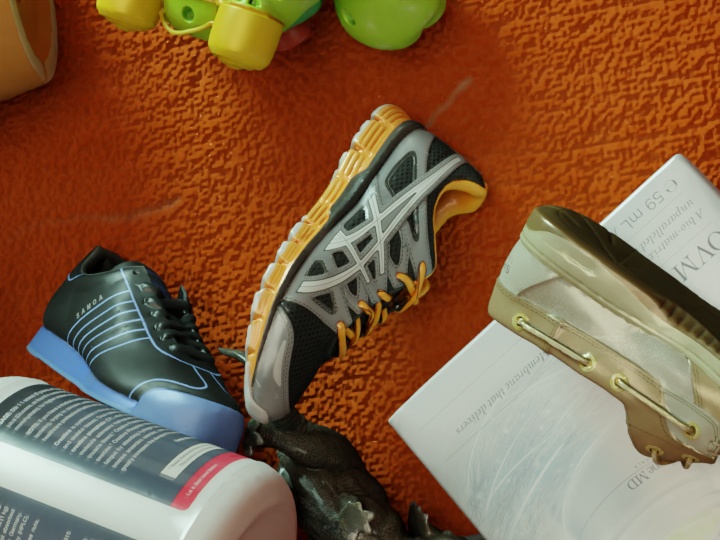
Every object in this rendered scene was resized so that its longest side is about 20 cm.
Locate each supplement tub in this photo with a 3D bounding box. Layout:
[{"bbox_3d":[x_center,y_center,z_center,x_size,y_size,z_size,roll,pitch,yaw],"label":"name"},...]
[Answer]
[{"bbox_3d":[-0.145,0.136,0.827,0.200,0.140,0.140,18,92,19],"label":"supplement tub"}]

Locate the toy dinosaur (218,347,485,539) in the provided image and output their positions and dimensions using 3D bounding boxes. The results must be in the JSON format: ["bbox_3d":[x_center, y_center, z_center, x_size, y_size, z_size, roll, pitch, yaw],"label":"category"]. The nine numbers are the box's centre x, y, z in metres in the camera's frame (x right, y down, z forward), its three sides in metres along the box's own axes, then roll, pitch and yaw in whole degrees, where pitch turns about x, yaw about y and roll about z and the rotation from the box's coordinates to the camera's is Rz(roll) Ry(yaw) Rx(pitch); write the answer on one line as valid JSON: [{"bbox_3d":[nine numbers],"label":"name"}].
[{"bbox_3d":[-0.018,0.125,0.913,0.200,0.102,0.077,38,99,24],"label":"toy dinosaur"}]

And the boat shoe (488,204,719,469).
[{"bbox_3d":[0.145,0.052,0.745,0.200,0.074,0.066,41,112,19],"label":"boat shoe"}]

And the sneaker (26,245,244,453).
[{"bbox_3d":[-0.121,0.041,0.929,0.200,0.070,0.078,23,85,49],"label":"sneaker"}]

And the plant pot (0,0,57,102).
[{"bbox_3d":[-0.286,-0.159,0.983,0.183,0.200,0.200,-10,82,3],"label":"plant pot"}]

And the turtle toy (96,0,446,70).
[{"bbox_3d":[-0.048,-0.182,0.936,0.200,0.101,0.146,22,93,19],"label":"turtle toy"}]

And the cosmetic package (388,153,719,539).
[{"bbox_3d":[0.161,0.085,0.834,0.199,0.123,0.200,-44,75,11],"label":"cosmetic package"}]

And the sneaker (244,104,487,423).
[{"bbox_3d":[0.000,0.000,0.895,0.077,0.078,0.200,28,69,8],"label":"sneaker"}]
